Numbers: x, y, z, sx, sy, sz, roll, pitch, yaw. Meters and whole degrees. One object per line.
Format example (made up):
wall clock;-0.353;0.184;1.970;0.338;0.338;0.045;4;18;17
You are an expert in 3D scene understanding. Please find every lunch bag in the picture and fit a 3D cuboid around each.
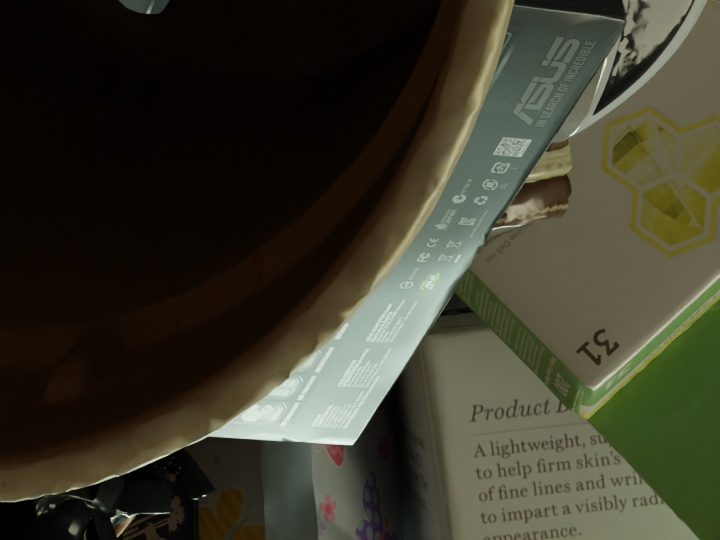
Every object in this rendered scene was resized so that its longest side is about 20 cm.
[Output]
lunch bag;-0.042;0.113;1.035;0.127;0.170;0.200;-1;160;-8

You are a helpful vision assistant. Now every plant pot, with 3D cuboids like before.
plant pot;-0.050;-0.082;0.483;0.200;0.200;0.183;-49;177;20

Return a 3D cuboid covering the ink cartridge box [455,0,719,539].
ink cartridge box;0.125;-0.001;0.934;0.146;0.200;0.048;-41;166;-12

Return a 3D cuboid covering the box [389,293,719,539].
box;0.113;0.065;1.059;0.199;0.131;0.200;-6;-176;-4

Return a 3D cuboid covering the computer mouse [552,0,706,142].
computer mouse;0.079;-0.128;0.716;0.044;0.110;0.200;3;116;-23

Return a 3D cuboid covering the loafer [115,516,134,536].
loafer;-0.130;0.091;0.928;0.200;0.072;0.063;-40;144;-14

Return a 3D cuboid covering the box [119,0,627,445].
box;-0.043;-0.029;0.731;0.157;0.051;0.200;4;142;-22

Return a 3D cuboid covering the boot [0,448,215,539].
boot;-0.142;0.081;0.851;0.198;0.073;0.163;-11;-143;34

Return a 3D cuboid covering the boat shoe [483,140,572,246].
boat shoe;0.005;-0.001;0.879;0.075;0.075;0.202;-12;180;-29
